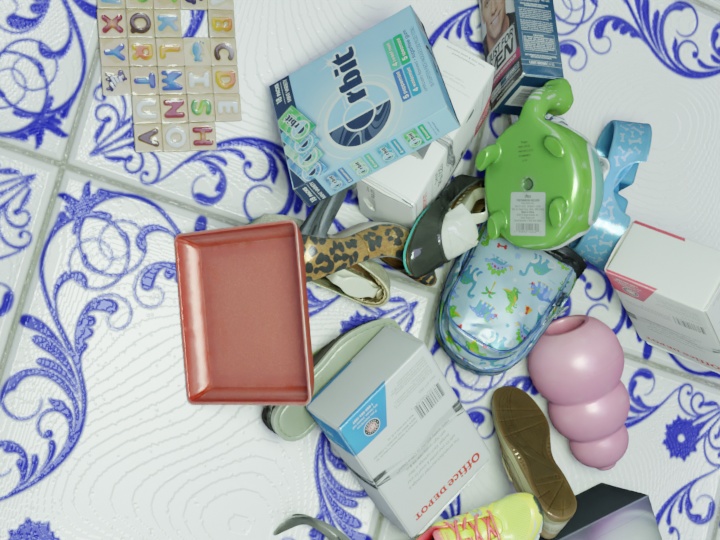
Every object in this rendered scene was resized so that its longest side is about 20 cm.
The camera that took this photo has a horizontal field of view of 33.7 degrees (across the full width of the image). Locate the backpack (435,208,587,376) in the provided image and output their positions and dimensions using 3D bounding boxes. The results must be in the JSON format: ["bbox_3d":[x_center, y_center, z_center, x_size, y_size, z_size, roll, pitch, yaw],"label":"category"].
[{"bbox_3d":[0.173,0.032,1.482,0.162,0.154,0.201,34,91,0],"label":"backpack"}]

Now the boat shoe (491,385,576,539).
[{"bbox_3d":[0.206,0.238,1.489,0.070,0.065,0.202,-2,49,-18],"label":"boat shoe"}]

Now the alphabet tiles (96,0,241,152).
[{"bbox_3d":[-0.225,-0.242,1.410,0.164,0.008,0.204,-4,89,-20],"label":"alphabet tiles"}]

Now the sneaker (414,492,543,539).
[{"bbox_3d":[0.129,0.326,1.424,0.090,0.199,0.079,27,35,-52],"label":"sneaker"}]

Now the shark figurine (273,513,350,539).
[{"bbox_3d":[-0.013,0.373,1.427,0.126,0.089,0.218,-18,96,-21],"label":"shark figurine"}]

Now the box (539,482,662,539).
[{"bbox_3d":[0.289,0.407,1.516,0.198,0.123,0.201,-21,94,-19],"label":"box"}]

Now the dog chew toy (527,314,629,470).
[{"bbox_3d":[0.290,0.162,1.529,0.123,0.124,0.203,-23,104,-19],"label":"dog chew toy"}]

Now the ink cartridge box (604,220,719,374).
[{"bbox_3d":[0.412,0.038,1.515,0.083,0.145,0.200,-57,143,-12],"label":"ink cartridge box"}]

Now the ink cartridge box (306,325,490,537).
[{"bbox_3d":[0.049,0.193,1.422,0.146,0.085,0.201,-42,124,-17],"label":"ink cartridge box"}]

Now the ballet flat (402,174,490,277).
[{"bbox_3d":[0.114,-0.061,1.419,0.201,0.067,0.069,-56,136,-48],"label":"ballet flat"}]

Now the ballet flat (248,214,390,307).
[{"bbox_3d":[-0.047,-0.011,1.430,0.197,0.063,0.068,21,109,-18],"label":"ballet flat"}]

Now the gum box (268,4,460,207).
[{"bbox_3d":[0.000,-0.191,1.370,0.198,0.172,0.045,-27,142,15],"label":"gum box"}]

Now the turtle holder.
[{"bbox_3d":[0.217,-0.118,1.411,0.131,0.140,0.188,-2,65,-47],"label":"turtle holder"}]

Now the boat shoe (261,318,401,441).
[{"bbox_3d":[-0.037,0.123,1.437,0.200,0.060,0.072,-38,111,-18],"label":"boat shoe"}]

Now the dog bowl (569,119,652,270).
[{"bbox_3d":[0.324,-0.104,1.555,0.049,0.111,0.203,18,82,-4],"label":"dog bowl"}]

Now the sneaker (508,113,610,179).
[{"bbox_3d":[0.254,-0.168,1.516,0.069,0.108,0.204,-5,86,-40],"label":"sneaker"}]

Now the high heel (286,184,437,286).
[{"bbox_3d":[0.000,0.000,1.403,0.199,0.071,0.144,40,68,-27],"label":"high heel"}]

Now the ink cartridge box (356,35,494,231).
[{"bbox_3d":[0.078,-0.155,1.435,0.084,0.146,0.202,30,78,10],"label":"ink cartridge box"}]

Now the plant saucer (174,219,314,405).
[{"bbox_3d":[-0.127,0.051,1.356,0.036,0.198,0.203,-5,90,-50],"label":"plant saucer"}]

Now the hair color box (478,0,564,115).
[{"bbox_3d":[0.196,-0.307,1.487,0.060,0.100,0.203,3,69,-18],"label":"hair color box"}]
